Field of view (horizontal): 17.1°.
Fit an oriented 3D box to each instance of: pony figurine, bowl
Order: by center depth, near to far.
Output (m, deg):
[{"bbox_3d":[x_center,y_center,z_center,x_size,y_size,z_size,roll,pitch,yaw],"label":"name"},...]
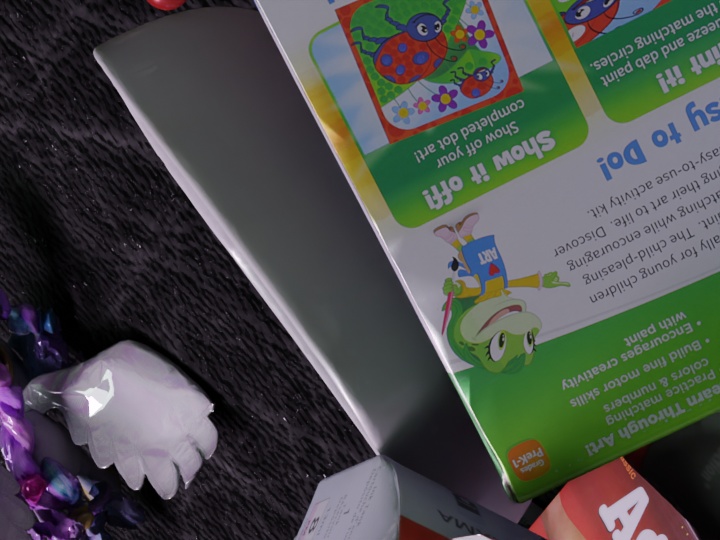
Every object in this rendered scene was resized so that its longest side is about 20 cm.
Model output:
[{"bbox_3d":[0.000,0.000,0.879,0.200,0.074,0.200,53,176,27],"label":"bowl"},{"bbox_3d":[-0.171,0.093,1.242,0.193,0.166,0.200,48,167,26],"label":"pony figurine"}]

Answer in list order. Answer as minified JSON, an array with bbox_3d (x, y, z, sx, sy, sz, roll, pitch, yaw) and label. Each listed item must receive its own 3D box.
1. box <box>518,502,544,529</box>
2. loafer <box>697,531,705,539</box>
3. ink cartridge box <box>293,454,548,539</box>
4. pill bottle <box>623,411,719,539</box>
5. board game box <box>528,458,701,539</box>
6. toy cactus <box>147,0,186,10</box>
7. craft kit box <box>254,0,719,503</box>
[{"bbox_3d":[0.066,0.209,1.034,0.112,0.101,0.201,33,145,34],"label":"box"},{"bbox_3d":[0.130,0.054,0.829,0.063,0.072,0.201,-36,86,24],"label":"loafer"},{"bbox_3d":[0.076,0.106,0.742,0.162,0.057,0.200,27,158,-11],"label":"ink cartridge box"},{"bbox_3d":[0.178,0.074,0.714,0.200,0.114,0.114,44,150,18],"label":"pill bottle"},{"bbox_3d":[0.119,0.161,0.873,0.103,0.019,0.201,-54,48,32],"label":"board game box"},{"bbox_3d":[-0.053,-0.183,0.834,0.164,0.102,0.201,1,121,33],"label":"toy cactus"},{"bbox_3d":[0.086,-0.067,0.637,0.199,0.199,0.049,63,-170,-10],"label":"craft kit box"}]
